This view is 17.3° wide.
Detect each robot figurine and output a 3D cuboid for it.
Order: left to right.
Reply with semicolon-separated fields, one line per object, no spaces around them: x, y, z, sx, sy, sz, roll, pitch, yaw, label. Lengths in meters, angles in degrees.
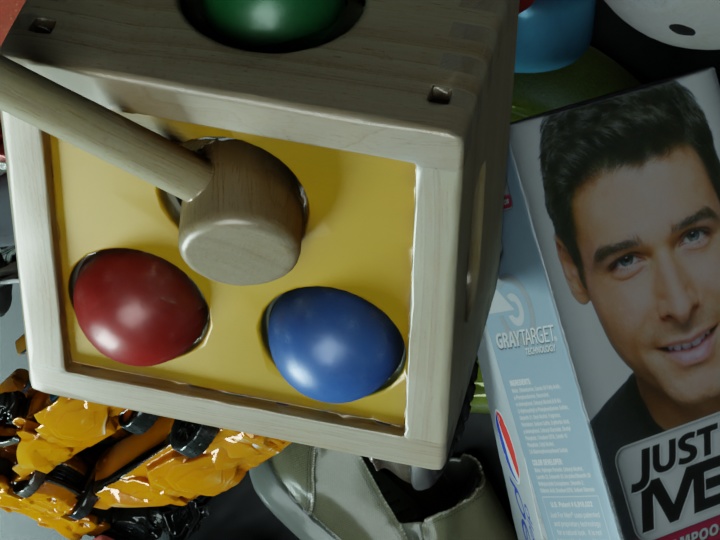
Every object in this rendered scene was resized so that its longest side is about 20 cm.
-0.112;0.070;1.078;0.144;0.059;0.200;28;147;-25;robot figurine

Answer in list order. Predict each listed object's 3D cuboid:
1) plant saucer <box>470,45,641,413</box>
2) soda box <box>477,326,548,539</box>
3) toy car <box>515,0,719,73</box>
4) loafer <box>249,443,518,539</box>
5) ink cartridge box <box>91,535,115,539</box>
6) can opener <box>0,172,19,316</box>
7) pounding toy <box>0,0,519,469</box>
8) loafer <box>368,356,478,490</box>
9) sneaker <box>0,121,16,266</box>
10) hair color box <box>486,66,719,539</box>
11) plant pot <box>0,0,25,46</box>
0.050;-0.014;1.033;0.198;0.031;0.201;5;121;8;plant saucer
0.099;0.097;1.019;0.063;0.068;0.201;-16;115;-6;soda box
0.093;-0.129;0.846;0.199;0.176;0.186;25;127;31;toy car
0.039;0.130;1.098;0.200;0.075;0.070;39;125;-9;loafer
-0.101;0.241;1.109;0.067;0.201;0.116;-30;137;26;ink cartridge box
-0.180;-0.007;1.024;0.198;0.053;0.067;-8;100;24;can opener
-0.050;-0.036;0.797;0.182;0.143;0.201;10;135;9;pounding toy
0.000;0.000;1.000;0.070;0.073;0.202;-1;116;24;loafer
-0.159;-0.040;1.063;0.198;0.078;0.083;-4;126;25;sneaker
0.110;0.033;0.914;0.061;0.098;0.202;-14;92;65;hair color box
-0.119;-0.145;0.926;0.193;0.201;0.202;-3;119;7;plant pot
